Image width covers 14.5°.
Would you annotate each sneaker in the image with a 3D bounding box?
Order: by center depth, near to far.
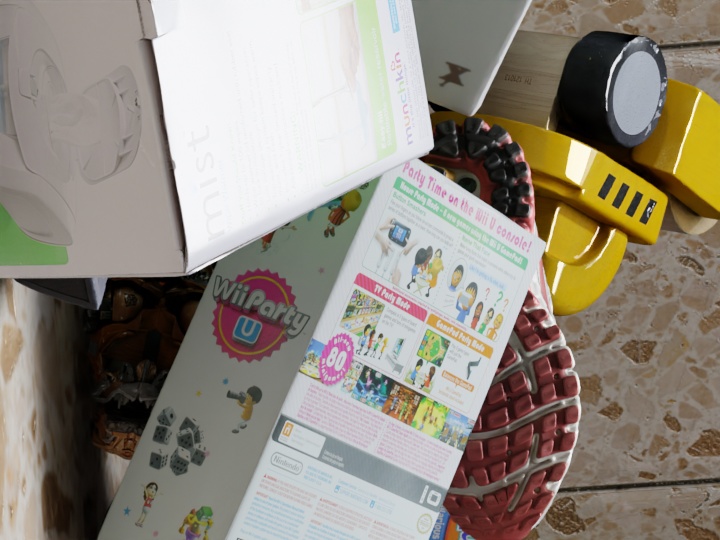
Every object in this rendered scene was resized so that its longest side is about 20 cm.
[{"bbox_3d":[0.064,0.032,1.338,0.082,0.078,0.200,72,15,-70],"label":"sneaker"}]

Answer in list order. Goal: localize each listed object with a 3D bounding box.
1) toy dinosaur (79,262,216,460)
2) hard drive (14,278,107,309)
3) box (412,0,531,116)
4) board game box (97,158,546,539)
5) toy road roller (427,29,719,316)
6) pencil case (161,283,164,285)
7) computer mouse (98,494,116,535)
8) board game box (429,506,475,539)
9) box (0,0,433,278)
[{"bbox_3d":[-0.090,0.000,1.264,0.200,0.102,0.136,-115,-149,-52],"label":"toy dinosaur"},{"bbox_3d":[-0.118,-0.091,1.126,0.200,0.042,0.135,-86,171,-52],"label":"hard drive"},{"bbox_3d":[0.008,-0.219,1.321,0.200,0.199,0.171,117,-7,-49],"label":"box"},{"bbox_3d":[-0.012,0.050,1.208,0.148,0.064,0.200,31,81,-56],"label":"board game box"},{"bbox_3d":[0.108,-0.041,1.482,0.200,0.123,0.146,27,78,-52],"label":"toy road roller"},{"bbox_3d":[-0.062,0.056,1.385,0.088,0.088,0.200,47,36,-82],"label":"pencil case"},{"bbox_3d":[-0.063,0.135,1.278,0.200,0.053,0.139,33,78,-55],"label":"computer mouse"},{"bbox_3d":[0.047,0.115,1.495,0.152,0.045,0.200,-101,-160,-69],"label":"board game box"},{"bbox_3d":[-0.066,-0.114,0.995,0.176,0.097,0.200,-30,114,-54],"label":"box"}]
